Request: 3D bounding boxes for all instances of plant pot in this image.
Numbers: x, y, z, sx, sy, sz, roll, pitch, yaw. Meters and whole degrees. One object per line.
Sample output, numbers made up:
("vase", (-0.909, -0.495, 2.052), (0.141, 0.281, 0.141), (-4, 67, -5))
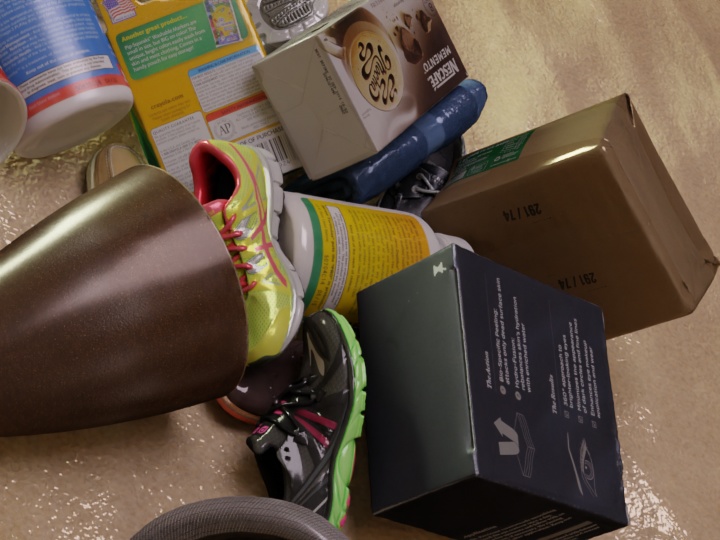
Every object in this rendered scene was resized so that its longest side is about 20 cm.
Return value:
("plant pot", (-0.215, 0.043, 1.435), (0.199, 0.187, 0.188), (-24, 68, -33))

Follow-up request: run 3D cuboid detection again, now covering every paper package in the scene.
("paper package", (0.189, -0.034, 1.764), (0.192, 0.199, 0.104), (59, 35, -17))

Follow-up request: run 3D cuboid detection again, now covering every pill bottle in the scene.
("pill bottle", (-0.276, -0.206, 1.626), (0.112, 0.112, 0.202), (-18, 80, -47))
("pill bottle", (0.000, 0.000, 1.685), (0.198, 0.113, 0.114), (8, 47, -34))

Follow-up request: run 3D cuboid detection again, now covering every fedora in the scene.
("fedora", (-0.075, 0.243, 1.369), (0.090, 0.198, 0.179), (-7, 90, -81))

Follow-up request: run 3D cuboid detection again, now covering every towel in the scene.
("towel", (0.028, -0.108, 1.779), (0.199, 0.111, 0.049), (-36, 100, -37))

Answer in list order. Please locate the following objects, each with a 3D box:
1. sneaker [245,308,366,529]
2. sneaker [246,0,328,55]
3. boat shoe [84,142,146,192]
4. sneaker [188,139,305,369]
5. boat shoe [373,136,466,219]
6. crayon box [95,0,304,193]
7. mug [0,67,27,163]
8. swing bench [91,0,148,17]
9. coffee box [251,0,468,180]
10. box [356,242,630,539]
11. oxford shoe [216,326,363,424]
("sneaker", (-0.044, 0.122, 1.520), (0.083, 0.077, 0.202), (13, 69, -13))
("sneaker", (-0.118, -0.188, 1.784), (0.198, 0.100, 0.078), (-22, 65, -10))
("boat shoe", (-0.169, -0.036, 1.610), (0.071, 0.076, 0.201), (0, 52, -37))
("sneaker", (-0.105, -0.017, 1.568), (0.090, 0.078, 0.202), (27, 44, -52))
("boat shoe", (0.060, -0.069, 1.837), (0.071, 0.068, 0.201), (35, 38, -6))
("crayon box", (-0.140, -0.159, 1.676), (0.125, 0.052, 0.202), (-23, 93, -16))
("mug", (-0.378, -0.176, 1.537), (0.176, 0.134, 0.201), (-2, 50, -42))
("swing bench", (-0.208, -0.315, 1.754), (0.198, 0.199, 0.131), (14, 44, -29))
("coffee box", (0.004, -0.174, 1.711), (0.114, 0.079, 0.200), (62, 35, -10))
("box", (0.107, 0.111, 1.595), (0.199, 0.117, 0.199), (22, 53, -42))
("oxford shoe", (-0.037, 0.077, 1.610), (0.199, 0.073, 0.071), (-10, 59, -45))
